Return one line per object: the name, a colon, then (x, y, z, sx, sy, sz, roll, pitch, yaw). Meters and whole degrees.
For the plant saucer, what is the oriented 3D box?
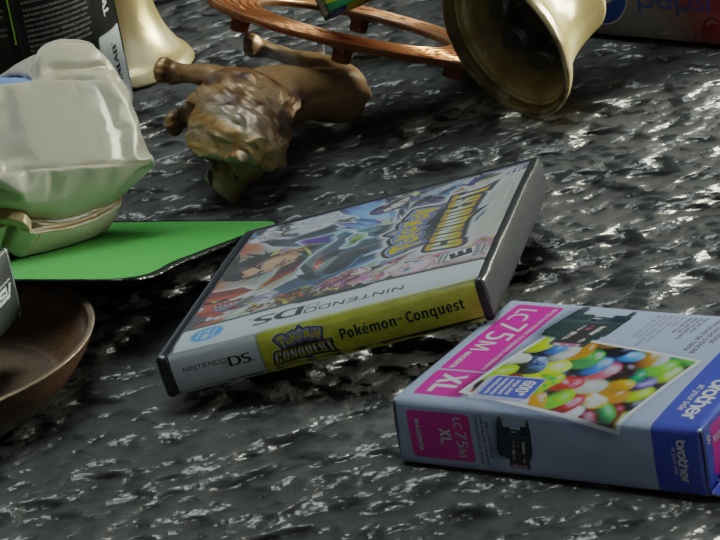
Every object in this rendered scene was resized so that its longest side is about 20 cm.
plant saucer: (-0.236, 0.059, 1.506, 0.199, 0.037, 0.201, -9, 21, 3)

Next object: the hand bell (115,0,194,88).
hand bell: (-0.185, -0.236, 1.995, 0.103, 0.201, 0.104, -8, 22, 3)

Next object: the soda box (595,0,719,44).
soda box: (0.204, -0.197, 1.896, 0.199, 0.070, 0.063, 10, 28, 42)

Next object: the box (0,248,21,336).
box: (-0.299, 0.048, 1.454, 0.192, 0.048, 0.200, -1, 22, 16)

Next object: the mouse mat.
mouse mat: (-0.154, -0.011, 1.626, 0.160, 0.008, 0.200, 0, 11, 25)

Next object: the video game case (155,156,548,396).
video game case: (0.000, 0.000, 1.512, 0.180, 0.026, 0.200, -14, 17, 17)

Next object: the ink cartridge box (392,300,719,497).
ink cartridge box: (0.129, 0.059, 1.336, 0.199, 0.042, 0.119, 7, 27, 33)

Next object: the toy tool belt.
toy tool belt: (-0.228, -0.057, 1.631, 0.199, 0.126, 0.123, -12, -13, -40)

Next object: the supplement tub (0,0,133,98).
supplement tub: (-0.229, -0.191, 1.903, 0.122, 0.201, 0.123, -8, 22, 3)

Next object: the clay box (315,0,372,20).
clay box: (0.060, -0.220, 1.781, 0.199, 0.048, 0.115, -24, 3, -1)

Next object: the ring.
ring: (-0.006, -0.156, 1.870, 0.199, 0.019, 0.201, 11, 13, -3)

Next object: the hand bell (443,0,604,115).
hand bell: (0.156, -0.194, 1.796, 0.200, 0.105, 0.104, -39, 33, -29)

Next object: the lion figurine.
lion figurine: (-0.049, -0.109, 1.795, 0.122, 0.073, 0.200, 13, 28, 39)
